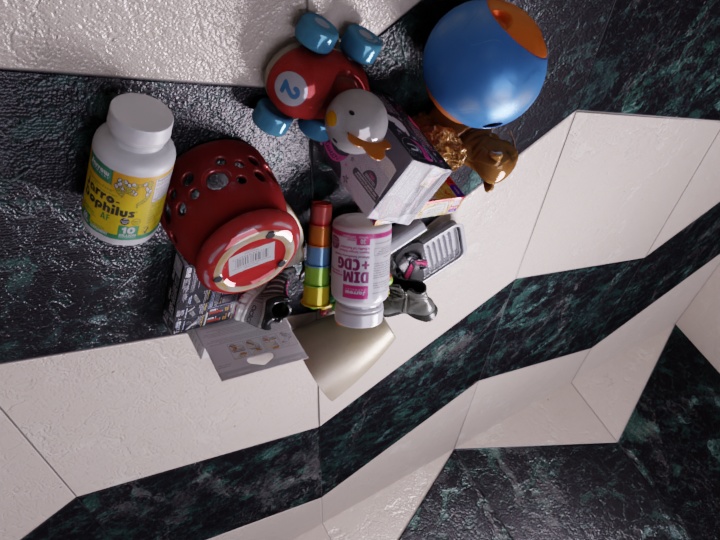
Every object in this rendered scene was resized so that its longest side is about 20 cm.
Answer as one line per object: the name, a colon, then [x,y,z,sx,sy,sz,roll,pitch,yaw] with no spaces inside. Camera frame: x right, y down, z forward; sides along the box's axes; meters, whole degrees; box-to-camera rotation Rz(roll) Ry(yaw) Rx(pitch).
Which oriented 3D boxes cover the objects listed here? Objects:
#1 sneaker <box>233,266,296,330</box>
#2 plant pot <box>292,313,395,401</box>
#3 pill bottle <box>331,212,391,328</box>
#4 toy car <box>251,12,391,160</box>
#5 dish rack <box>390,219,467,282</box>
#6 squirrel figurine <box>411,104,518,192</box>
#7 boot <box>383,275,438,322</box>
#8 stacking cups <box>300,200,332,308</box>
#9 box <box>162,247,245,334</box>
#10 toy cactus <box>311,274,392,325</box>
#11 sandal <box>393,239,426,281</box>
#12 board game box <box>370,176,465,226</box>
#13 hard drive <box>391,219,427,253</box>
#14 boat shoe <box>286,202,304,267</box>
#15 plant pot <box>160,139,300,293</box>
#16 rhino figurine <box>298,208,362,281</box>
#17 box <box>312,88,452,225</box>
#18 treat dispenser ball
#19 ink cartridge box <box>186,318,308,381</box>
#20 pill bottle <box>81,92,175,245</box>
sneaker: [-0.166,0.055,1.462,0.074,0.087,0.200,-63,172,33]
plant pot: [-0.027,0.166,1.719,0.199,0.188,0.187,-32,151,1]
pill bottle: [0.000,0.000,1.429,0.113,0.113,0.202,-12,112,-35]
toy car: [-0.032,-0.238,1.108,0.176,0.201,0.185,-2,138,-44]
dish rack: [0.156,-0.036,1.768,0.199,0.044,0.172,-32,150,-5]
squirrel figurine: [0.184,-0.224,1.365,0.199,0.187,0.142,-19,148,-26]
boot: [0.078,0.051,1.726,0.131,0.199,0.068,58,47,-48]
stacking cups: [-0.078,-0.030,1.431,0.060,0.060,0.202,-10,115,-37]
box: [-0.278,0.025,1.402,0.157,0.050,0.201,-15,146,-32]
toy cactus: [-0.012,0.055,1.672,0.199,0.103,0.165,-29,170,8]
sandal: [0.122,-0.005,1.688,0.075,0.045,0.200,-30,150,-6]
board game box: [0.073,-0.161,1.382,0.199,0.152,0.046,-12,145,-35]
hard drive: [0.038,-0.046,1.571,0.199,0.027,0.132,-33,-168,-2]
boat shoe: [-0.149,-0.060,1.385,0.069,0.074,0.201,-32,152,-16]
plant pot: [-0.207,-0.075,1.196,0.199,0.183,0.201,-25,152,-14]
rhino figurine: [-0.044,-0.039,1.509,0.199,0.088,0.060,-36,151,1]
box: [0.030,-0.192,1.241,0.114,0.201,0.132,6,132,-47]
treat dispenser ball: [0.199,-0.331,1.206,0.200,0.201,0.201,-25,150,-16]
ink cartridge box: [-0.228,0.141,1.498,0.199,0.174,0.044,-11,144,-35]
pill bottle: [-0.321,-0.140,1.046,0.112,0.113,0.201,-10,143,-37]
